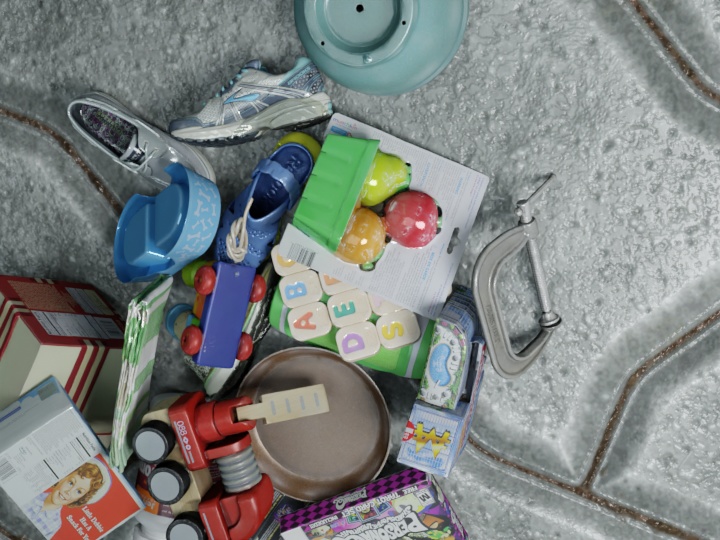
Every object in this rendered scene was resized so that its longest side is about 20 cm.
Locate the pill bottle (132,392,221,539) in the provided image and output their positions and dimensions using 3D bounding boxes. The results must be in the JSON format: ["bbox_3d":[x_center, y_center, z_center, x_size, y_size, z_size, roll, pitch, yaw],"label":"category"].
[{"bbox_3d":[-0.229,0.265,1.342,0.109,0.110,0.202,12,94,10],"label":"pill bottle"}]

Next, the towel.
[{"bbox_3d":[-0.252,0.114,1.222,0.023,0.153,0.202,10,102,-1],"label":"towel"}]

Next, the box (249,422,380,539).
[{"bbox_3d":[-0.090,0.304,1.371,0.160,0.044,0.201,35,109,3],"label":"box"}]

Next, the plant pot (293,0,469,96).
[{"bbox_3d":[0.011,-0.286,1.153,0.199,0.134,0.202,3,105,13],"label":"plant pot"}]

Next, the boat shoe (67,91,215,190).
[{"bbox_3d":[-0.271,-0.146,1.287,0.200,0.072,0.070,34,108,2],"label":"boat shoe"}]

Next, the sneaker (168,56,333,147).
[{"bbox_3d":[-0.133,-0.199,1.251,0.198,0.078,0.087,-11,89,9],"label":"sneaker"}]

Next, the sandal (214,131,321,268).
[{"bbox_3d":[-0.121,-0.073,1.262,0.079,0.087,0.201,31,113,1],"label":"sandal"}]

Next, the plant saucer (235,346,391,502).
[{"bbox_3d":[-0.057,0.185,1.293,0.198,0.032,0.202,3,105,13],"label":"plant saucer"}]

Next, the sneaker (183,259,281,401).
[{"bbox_3d":[-0.164,0.064,1.318,0.088,0.077,0.201,34,107,12],"label":"sneaker"}]

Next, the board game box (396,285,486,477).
[{"bbox_3d":[0.100,0.140,1.203,0.061,0.200,0.202,15,107,10],"label":"board game box"}]

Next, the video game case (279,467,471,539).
[{"bbox_3d":[0.027,0.340,1.314,0.199,0.036,0.182,-22,121,11],"label":"video game case"}]

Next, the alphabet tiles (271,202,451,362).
[{"bbox_3d":[0.000,0.000,1.235,0.194,0.015,0.201,-16,75,-1],"label":"alphabet tiles"}]

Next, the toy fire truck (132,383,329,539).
[{"bbox_3d":[-0.134,0.215,1.231,0.199,0.129,0.177,-16,98,15],"label":"toy fire truck"}]

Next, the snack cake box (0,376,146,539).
[{"bbox_3d":[-0.348,0.234,1.232,0.115,0.067,0.201,-34,132,-15],"label":"snack cake box"}]

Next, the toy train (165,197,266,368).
[{"bbox_3d":[-0.173,0.005,1.257,0.115,0.084,0.202,19,97,54],"label":"toy train"}]

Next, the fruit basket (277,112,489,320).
[{"bbox_3d":[0.027,-0.062,1.212,0.199,0.094,0.186,23,76,-9],"label":"fruit basket"}]

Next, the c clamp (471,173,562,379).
[{"bbox_3d":[0.190,0.016,1.199,0.027,0.170,0.201,13,125,44],"label":"c clamp"}]

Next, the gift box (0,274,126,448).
[{"bbox_3d":[-0.380,0.134,1.313,0.184,0.199,0.188,42,110,41],"label":"gift box"}]

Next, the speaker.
[{"bbox_3d":[-0.005,0.063,1.270,0.199,0.088,0.089,19,107,8],"label":"speaker"}]

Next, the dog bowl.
[{"bbox_3d":[-0.231,-0.051,1.265,0.200,0.049,0.112,-29,57,48],"label":"dog bowl"}]
